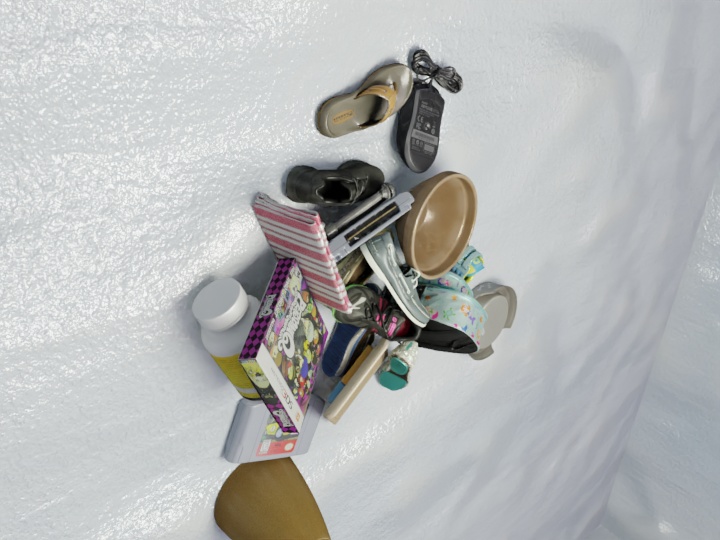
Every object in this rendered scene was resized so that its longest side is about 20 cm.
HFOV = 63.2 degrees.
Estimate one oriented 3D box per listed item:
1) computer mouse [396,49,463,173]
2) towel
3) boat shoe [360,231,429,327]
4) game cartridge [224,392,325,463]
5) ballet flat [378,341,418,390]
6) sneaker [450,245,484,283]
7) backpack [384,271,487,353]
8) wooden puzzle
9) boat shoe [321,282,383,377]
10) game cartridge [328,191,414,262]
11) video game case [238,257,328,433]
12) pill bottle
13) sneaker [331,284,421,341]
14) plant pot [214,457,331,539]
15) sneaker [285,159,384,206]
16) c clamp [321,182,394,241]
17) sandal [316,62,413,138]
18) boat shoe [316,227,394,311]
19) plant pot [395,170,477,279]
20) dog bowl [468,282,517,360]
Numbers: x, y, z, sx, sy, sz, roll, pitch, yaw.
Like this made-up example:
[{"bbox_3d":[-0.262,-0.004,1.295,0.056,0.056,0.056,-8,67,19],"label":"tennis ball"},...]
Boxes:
[{"bbox_3d":[0.112,-0.279,1.066,0.137,0.052,0.205,13,91,-42],"label":"computer mouse"},{"bbox_3d":[-0.087,-0.024,0.929,0.030,0.144,0.203,-44,136,-27],"label":"towel"},{"bbox_3d":[0.077,0.018,1.040,0.061,0.073,0.201,-35,113,7],"label":"boat shoe"},{"bbox_3d":[-0.155,0.291,1.112,0.197,0.040,0.136,9,100,-47],"label":"game cartridge"},{"bbox_3d":[0.087,0.198,1.234,0.071,0.072,0.201,-38,165,-24],"label":"ballet flat"},{"bbox_3d":[0.205,-0.062,1.212,0.079,0.130,0.204,-27,128,-30],"label":"sneaker"},{"bbox_3d":[0.159,0.088,1.196,0.178,0.197,0.153,44,65,-46],"label":"backpack"},{"bbox_3d":[-0.009,0.217,1.160,0.186,0.037,0.200,-51,170,-12],"label":"wooden puzzle"},{"bbox_3d":[-0.007,0.116,1.148,0.072,0.072,0.203,14,111,-52],"label":"boat shoe"},{"bbox_3d":[-0.007,-0.061,1.006,0.199,0.133,0.041,-36,90,-31],"label":"game cartridge"},{"bbox_3d":[-0.112,0.115,0.916,0.203,0.035,0.184,-74,153,-45],"label":"video game case"},{"bbox_3d":[-0.184,0.111,0.928,0.111,0.110,0.202,-42,135,-20],"label":"pill bottle"},{"bbox_3d":[0.034,0.080,1.045,0.197,0.083,0.079,18,92,-36],"label":"sneaker"},{"bbox_3d":[-0.146,0.473,1.096,0.184,0.198,0.191,-22,124,-35],"label":"plant pot"},{"bbox_3d":[-0.025,-0.136,0.971,0.197,0.090,0.078,-17,117,-40],"label":"sneaker"},{"bbox_3d":[-0.010,-0.090,0.978,0.199,0.171,0.027,-37,88,-25],"label":"c clamp"},{"bbox_3d":[0.017,-0.275,0.961,0.198,0.054,0.083,-31,126,-26],"label":"sandal"},{"bbox_3d":[0.000,0.000,1.087,0.200,0.062,0.074,-44,139,-18],"label":"boat shoe"},{"bbox_3d":[0.129,-0.094,1.112,0.199,0.092,0.205,-26,128,-38],"label":"plant pot"},{"bbox_3d":[0.312,0.122,1.473,0.197,0.058,0.205,-22,125,-35],"label":"dog bowl"}]
